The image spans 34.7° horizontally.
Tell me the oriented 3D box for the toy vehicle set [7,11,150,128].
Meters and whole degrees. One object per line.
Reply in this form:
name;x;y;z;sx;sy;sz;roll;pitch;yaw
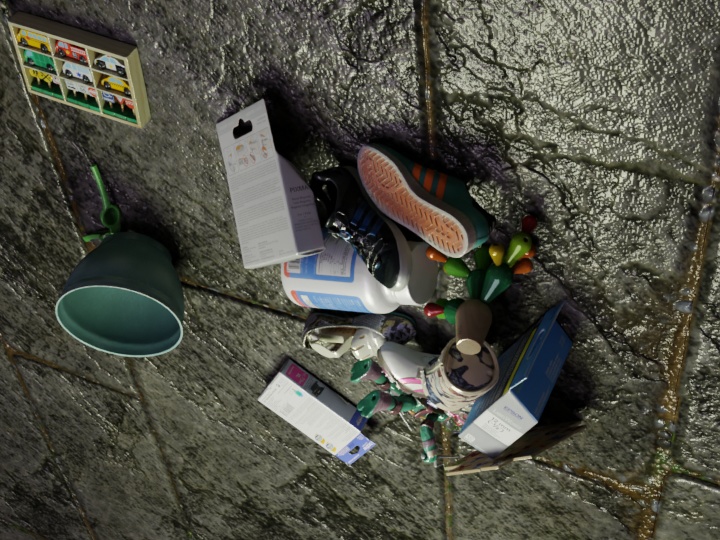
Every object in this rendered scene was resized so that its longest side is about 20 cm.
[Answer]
toy vehicle set;-0.389;-0.278;1.600;0.198;0.027;0.125;19;142;18

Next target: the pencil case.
pencil case;0.129;0.138;1.536;0.088;0.079;0.200;5;166;-3

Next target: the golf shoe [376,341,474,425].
golf shoe;0.117;0.147;1.673;0.199;0.073;0.092;29;119;-17

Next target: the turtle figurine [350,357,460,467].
turtle figurine;0.077;0.205;1.744;0.199;0.101;0.150;29;-167;-35

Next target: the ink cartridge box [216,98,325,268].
ink cartridge box;-0.121;-0.110;1.513;0.162;0.056;0.203;-11;87;59

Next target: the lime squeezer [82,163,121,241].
lime squeezer;-0.406;-0.087;1.833;0.071;0.037;0.201;57;150;21

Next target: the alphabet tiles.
alphabet tiles;0.218;0.250;1.628;0.166;0.199;0.006;-19;89;47

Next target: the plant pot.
plant pot;-0.366;0.026;1.815;0.197;0.136;0.201;4;146;3

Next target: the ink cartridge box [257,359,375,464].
ink cartridge box;-0.068;0.241;1.942;0.199;0.042;0.119;38;143;-3

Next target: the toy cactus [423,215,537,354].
toy cactus;0.142;0.024;1.436;0.102;0.166;0.199;37;135;-24

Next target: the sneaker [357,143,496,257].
sneaker;0.082;-0.093;1.432;0.200;0.079;0.072;42;132;23

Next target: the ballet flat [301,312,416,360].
ballet flat;-0.008;0.103;1.717;0.198;0.072;0.072;-1;133;36

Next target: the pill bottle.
pill bottle;0.000;0.000;1.556;0.198;0.113;0.113;5;136;34

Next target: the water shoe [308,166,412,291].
water shoe;-0.006;-0.048;1.453;0.201;0.078;0.072;59;140;34

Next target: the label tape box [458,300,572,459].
label tape box;0.220;0.147;1.533;0.066;0.144;0.200;35;144;-3
